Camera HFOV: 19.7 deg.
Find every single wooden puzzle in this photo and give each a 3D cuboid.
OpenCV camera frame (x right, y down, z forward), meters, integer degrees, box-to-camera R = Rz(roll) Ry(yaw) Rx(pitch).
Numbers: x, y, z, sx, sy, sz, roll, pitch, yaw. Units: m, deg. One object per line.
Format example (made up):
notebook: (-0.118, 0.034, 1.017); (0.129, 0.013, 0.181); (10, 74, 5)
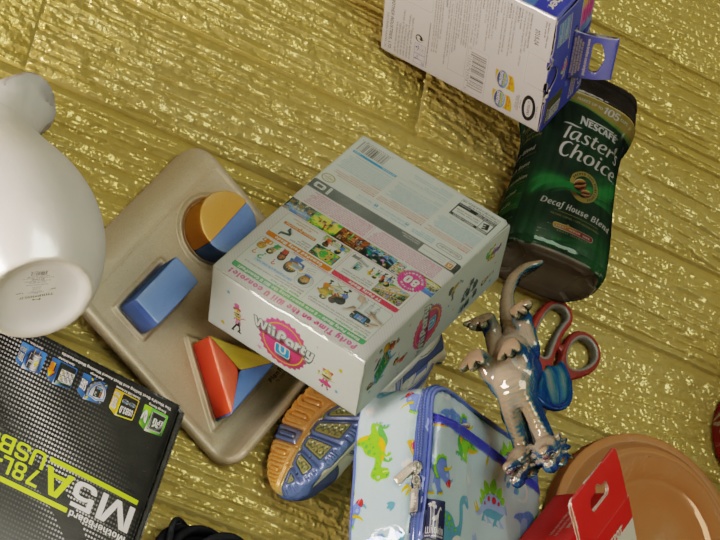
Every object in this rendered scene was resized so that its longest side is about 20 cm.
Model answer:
wooden puzzle: (-0.112, 0.022, 1.626); (0.200, 0.046, 0.185); (46, 55, -7)

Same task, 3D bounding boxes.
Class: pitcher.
pitcher: (-0.279, -0.046, 1.498); (0.170, 0.122, 0.201); (-10, 48, -18)

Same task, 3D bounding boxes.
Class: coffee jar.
coffee jar: (0.179, -0.081, 1.817); (0.104, 0.085, 0.201); (22, 60, -12)

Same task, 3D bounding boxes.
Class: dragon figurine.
dragon figurine: (0.125, 0.081, 1.606); (0.100, 0.058, 0.201); (61, 20, -26)

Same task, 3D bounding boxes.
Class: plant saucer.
plant saucer: (0.244, 0.235, 1.764); (0.199, 0.032, 0.202); (12, 65, -26)

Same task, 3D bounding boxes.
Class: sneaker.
sneaker: (0.007, 0.112, 1.644); (0.200, 0.075, 0.088); (-52, 137, -19)

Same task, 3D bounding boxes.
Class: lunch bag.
lunch bag: (0.068, 0.183, 1.600); (0.200, 0.082, 0.162); (41, 48, -50)

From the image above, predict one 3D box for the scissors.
scissors: (0.147, 0.112, 1.768); (0.073, 0.014, 0.201); (41, 57, -13)

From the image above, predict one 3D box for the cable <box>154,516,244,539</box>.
cable: (-0.097, 0.275, 1.531); (0.162, 0.051, 0.202); (-9, 75, -34)

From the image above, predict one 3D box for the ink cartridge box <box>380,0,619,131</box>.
ink cartridge box: (0.120, -0.211, 1.758); (0.199, 0.137, 0.076); (31, 56, 20)

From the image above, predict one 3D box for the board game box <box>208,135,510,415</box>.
board game box: (0.000, 0.000, 1.605); (0.147, 0.065, 0.200); (31, 48, 21)

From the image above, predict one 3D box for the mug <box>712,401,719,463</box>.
mug: (0.404, 0.144, 1.794); (0.133, 0.200, 0.179); (20, 62, -23)

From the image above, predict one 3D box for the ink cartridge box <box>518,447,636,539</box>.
ink cartridge box: (0.173, 0.252, 1.625); (0.116, 0.067, 0.202); (-36, 117, -59)

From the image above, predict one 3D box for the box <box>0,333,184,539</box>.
box: (-0.245, 0.144, 1.496); (0.199, 0.047, 0.194); (29, 55, -17)
